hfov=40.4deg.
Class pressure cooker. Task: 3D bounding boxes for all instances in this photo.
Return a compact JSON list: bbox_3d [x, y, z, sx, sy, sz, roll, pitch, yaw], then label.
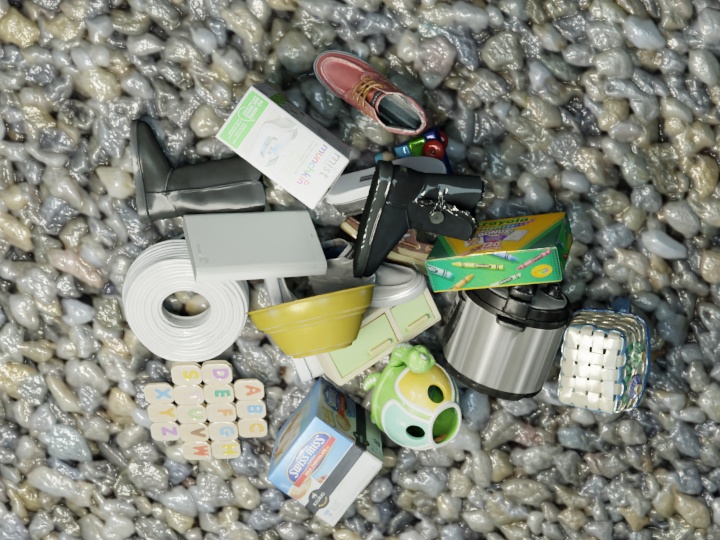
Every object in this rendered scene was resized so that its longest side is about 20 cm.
[{"bbox_3d":[0.233,0.079,1.526,0.178,0.176,0.201,2,116,-33],"label":"pressure cooker"}]

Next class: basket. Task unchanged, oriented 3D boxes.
[{"bbox_3d":[0.387,0.143,1.545,0.138,0.200,0.178,8,102,22],"label":"basket"}]

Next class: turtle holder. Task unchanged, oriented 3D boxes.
[{"bbox_3d":[0.098,0.195,1.544,0.140,0.132,0.187,1,113,-40],"label":"turtle holder"}]

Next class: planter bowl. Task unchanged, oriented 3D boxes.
[{"bbox_3d":[-0.064,0.080,1.435,0.199,0.200,0.084,-13,88,1],"label":"planter bowl"}]

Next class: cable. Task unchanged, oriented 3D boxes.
[{"bbox_3d":[-0.274,0.050,1.532,0.199,0.069,0.200,27,117,-21],"label":"cable"}]

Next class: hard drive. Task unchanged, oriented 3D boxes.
[{"bbox_3d":[-0.163,-0.039,1.493,0.198,0.132,0.026,-3,134,-19],"label":"hard drive"}]

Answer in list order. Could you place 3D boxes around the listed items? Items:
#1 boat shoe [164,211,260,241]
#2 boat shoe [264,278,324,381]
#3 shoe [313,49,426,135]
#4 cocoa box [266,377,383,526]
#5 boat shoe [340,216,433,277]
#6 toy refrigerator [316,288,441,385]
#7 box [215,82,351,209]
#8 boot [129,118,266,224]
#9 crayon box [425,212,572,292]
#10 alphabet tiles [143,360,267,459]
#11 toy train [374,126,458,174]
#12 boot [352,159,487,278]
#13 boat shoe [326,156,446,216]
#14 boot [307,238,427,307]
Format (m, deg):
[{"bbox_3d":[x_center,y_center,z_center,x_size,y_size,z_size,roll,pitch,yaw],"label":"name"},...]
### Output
[{"bbox_3d":[-0.240,-0.041,1.557,0.199,0.065,0.074,-26,100,4],"label":"boat shoe"},{"bbox_3d":[-0.101,0.079,1.580,0.065,0.074,0.201,-21,110,-6],"label":"boat shoe"},{"bbox_3d":[0.017,-0.274,1.503,0.199,0.091,0.072,32,99,-7],"label":"shoe"},{"bbox_3d":[-0.055,0.283,1.555,0.131,0.200,0.134,37,99,-7],"label":"cocoa box"},{"bbox_3d":[0.066,-0.049,1.563,0.199,0.072,0.072,25,93,-10],"label":"boat shoe"},{"bbox_3d":[0.024,0.092,1.550,0.199,0.070,0.076,-32,112,-15],"label":"toy refrigerator"},{"bbox_3d":[-0.108,-0.192,1.463,0.176,0.200,0.097,37,99,-9],"label":"box"},{"bbox_3d":[-0.252,-0.164,1.531,0.198,0.066,0.166,-7,93,-1],"label":"boot"},{"bbox_3d":[0.210,-0.028,1.467,0.199,0.119,0.059,-6,116,23],"label":"crayon box"},{"bbox_3d":[-0.252,0.231,1.600,0.194,0.015,0.201,-2,122,-1],"label":"alphabet tiles"},{"bbox_3d":[0.106,-0.115,1.548,0.115,0.085,0.201,-17,105,16],"label":"toy train"},{"bbox_3d":[0.085,-0.061,1.436,0.167,0.077,0.201,11,121,-9],"label":"boot"},{"bbox_3d":[0.044,-0.119,1.499,0.199,0.070,0.066,-12,131,22],"label":"boat shoe"},{"bbox_3d":[0.000,0.000,1.523,0.199,0.074,0.096,-3,133,26],"label":"boot"}]
